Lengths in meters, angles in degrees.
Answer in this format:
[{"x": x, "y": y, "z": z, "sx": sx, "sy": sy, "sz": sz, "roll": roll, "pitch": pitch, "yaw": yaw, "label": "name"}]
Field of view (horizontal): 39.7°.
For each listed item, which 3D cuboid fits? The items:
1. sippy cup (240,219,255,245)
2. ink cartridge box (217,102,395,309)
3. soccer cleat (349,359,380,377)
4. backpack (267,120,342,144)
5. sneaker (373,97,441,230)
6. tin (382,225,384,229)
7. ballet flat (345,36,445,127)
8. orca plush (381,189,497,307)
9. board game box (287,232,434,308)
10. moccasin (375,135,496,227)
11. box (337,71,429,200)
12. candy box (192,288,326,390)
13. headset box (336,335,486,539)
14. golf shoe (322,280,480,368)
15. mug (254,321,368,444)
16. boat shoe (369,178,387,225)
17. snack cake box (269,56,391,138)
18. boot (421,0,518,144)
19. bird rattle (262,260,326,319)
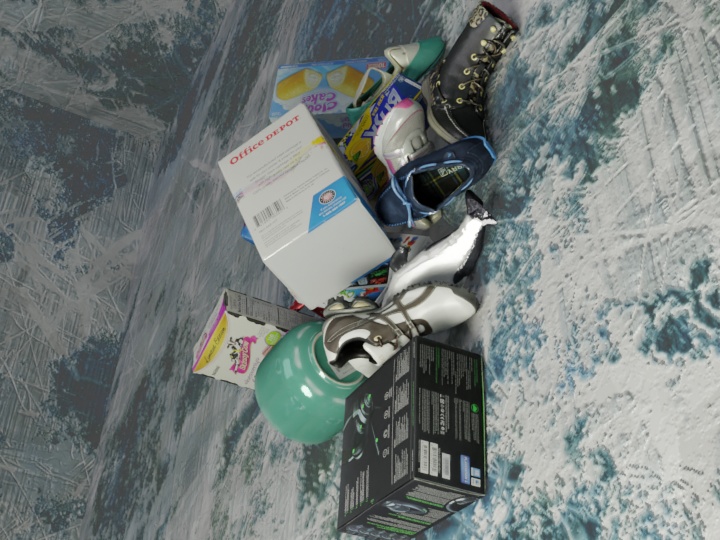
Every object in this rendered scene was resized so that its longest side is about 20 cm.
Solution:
[{"x": -0.119, "y": -0.090, "z": 1.558, "sx": 0.131, "sy": 0.139, "sz": 0.178, "roll": -65, "pitch": 11, "yaw": -3, "label": "sippy cup"}, {"x": -0.071, "y": -0.087, "z": 1.338, "sx": 0.147, "sy": 0.145, "sz": 0.201, "roll": -32, "pitch": 53, "yaw": 7, "label": "ink cartridge box"}, {"x": 0.025, "y": 0.063, "z": 1.385, "sx": 0.069, "sy": 0.078, "sz": 0.201, "roll": -14, "pitch": 38, "yaw": 32, "label": "soccer cleat"}, {"x": -0.102, "y": -0.195, "z": 1.802, "sx": 0.176, "sy": 0.152, "sz": 0.202, "roll": 35, "pitch": 112, "yaw": 63, "label": "backpack"}, {"x": 0.077, "y": -0.138, "z": 1.333, "sx": 0.088, "sy": 0.081, "sz": 0.201, "roll": 30, "pitch": 145, "yaw": 33, "label": "sneaker"}, {"x": -0.002, "y": -0.017, "z": 1.556, "sx": 0.201, "sy": 0.042, "sz": 0.112, "roll": -95, "pitch": 26, "yaw": -46, "label": "tin"}, {"x": 0.050, "y": -0.297, "z": 1.524, "sx": 0.200, "sy": 0.070, "sz": 0.067, "roll": -50, "pitch": 29, "yaw": -5, "label": "ballet flat"}, {"x": 0.098, "y": -0.013, "z": 1.255, "sx": 0.201, "sy": 0.105, "sz": 0.071, "roll": -66, "pitch": -10, "yaw": 22, "label": "orca plush"}, {"x": 0.000, "y": 0.000, "z": 1.383, "sx": 0.199, "sy": 0.035, "sz": 0.127, "roll": 9, "pitch": 54, "yaw": 50, "label": "board game box"}, {"x": 0.079, "y": -0.108, "z": 1.247, "sx": 0.200, "sy": 0.081, "sz": 0.068, "roll": -37, "pitch": 7, "yaw": 45, "label": "moccasin"}, {"x": 0.027, "y": -0.190, "z": 1.472, "sx": 0.200, "sy": 0.064, "sz": 0.070, "roll": -51, "pitch": 48, "yaw": -1, "label": "box"}, {"x": -0.149, "y": 0.123, "z": 1.574, "sx": 0.137, "sy": 0.198, "sz": 0.061, "roll": -59, "pitch": 23, "yaw": 29, "label": "candy box"}, {"x": 0.052, "y": 0.203, "z": 1.151, "sx": 0.200, "sy": 0.092, "sz": 0.175, "roll": -47, "pitch": 32, "yaw": 48, "label": "headset box"}, {"x": 0.048, "y": 0.073, "z": 1.195, "sx": 0.198, "sy": 0.078, "sz": 0.095, "roll": -12, "pitch": 48, "yaw": 20, "label": "golf shoe"}, {"x": -0.057, "y": 0.136, "z": 1.400, "sx": 0.114, "sy": 0.151, "sz": 0.186, "roll": -46, "pitch": 32, "yaw": 42, "label": "mug"}, {"x": 0.041, "y": -0.152, "z": 1.533, "sx": 0.064, "sy": 0.071, "sz": 0.202, "roll": -15, "pitch": 54, "yaw": 24, "label": "boat shoe"}, {"x": -0.044, "y": -0.285, "z": 1.666, "sx": 0.067, "sy": 0.198, "sz": 0.116, "roll": 66, "pitch": -154, "yaw": -56, "label": "snack cake box"}, {"x": 0.152, "y": -0.256, "z": 1.319, "sx": 0.154, "sy": 0.073, "sz": 0.204, "roll": -56, "pitch": 27, "yaw": 28, "label": "boot"}, {"x": -0.099, "y": -0.021, "z": 1.655, "sx": 0.200, "sy": 0.111, "sz": 0.165, "roll": -109, "pitch": 25, "yaw": -64, "label": "bird rattle"}]
